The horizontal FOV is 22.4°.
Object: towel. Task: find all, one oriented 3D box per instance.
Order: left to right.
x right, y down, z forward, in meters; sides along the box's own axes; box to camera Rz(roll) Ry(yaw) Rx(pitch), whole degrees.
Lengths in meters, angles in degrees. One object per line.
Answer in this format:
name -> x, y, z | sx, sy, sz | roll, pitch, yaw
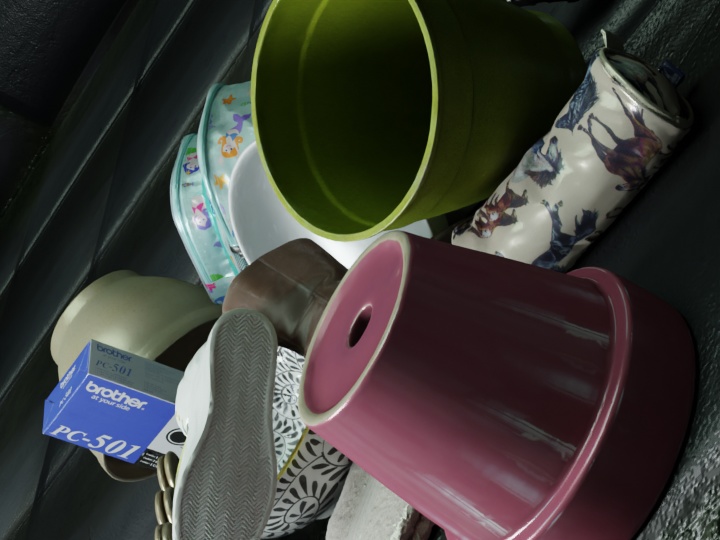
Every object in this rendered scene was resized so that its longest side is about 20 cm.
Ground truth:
towel -> 0.039, 0.124, 1.331 | 0.200, 0.034, 0.133 | -67, 18, -11

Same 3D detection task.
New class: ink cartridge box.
ink cartridge box -> -0.172, 0.135, 1.623 | 0.094, 0.200, 0.044 | -49, 30, 36

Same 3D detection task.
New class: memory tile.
memory tile -> -0.134, 0.253, 1.477 | 0.017, 0.153, 0.200 | -20, 27, 6

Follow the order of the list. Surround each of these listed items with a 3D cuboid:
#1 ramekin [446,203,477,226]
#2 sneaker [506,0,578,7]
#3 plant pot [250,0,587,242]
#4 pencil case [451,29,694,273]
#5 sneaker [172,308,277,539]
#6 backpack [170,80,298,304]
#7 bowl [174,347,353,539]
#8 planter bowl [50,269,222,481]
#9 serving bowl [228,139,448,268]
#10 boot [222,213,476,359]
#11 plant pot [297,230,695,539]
ramekin -> 0.057, -0.140, 1.536 | 0.200, 0.105, 0.200 | -52, 20, 29
sneaker -> 0.135, -0.241, 1.422 | 0.200, 0.077, 0.084 | -33, 35, 2
plant pot -> 0.058, -0.126, 1.318 | 0.200, 0.193, 0.200 | 7, 100, 49
pencil case -> 0.140, -0.063, 1.237 | 0.200, 0.078, 0.089 | -52, 41, 32
sneaker -> -0.104, 0.137, 1.368 | 0.116, 0.074, 0.200 | 138, 143, -71
backpack -> -0.084, -0.074, 1.619 | 0.178, 0.151, 0.200 | -81, -20, -49
bowl -> -0.053, 0.139, 1.449 | 0.201, 0.094, 0.201 | -42, 30, 32
planter bowl -> -0.213, 0.085, 1.758 | 0.200, 0.135, 0.200 | -38, -28, -25
serving bowl -> -0.008, -0.041, 1.471 | 0.066, 0.200, 0.200 | -46, 2, -43
boot -> 0.000, 0.000, 1.389 | 0.186, 0.064, 0.200 | -39, 28, -15
plant pot -> 0.070, 0.071, 1.087 | 0.200, 0.179, 0.200 | -53, 21, 31
